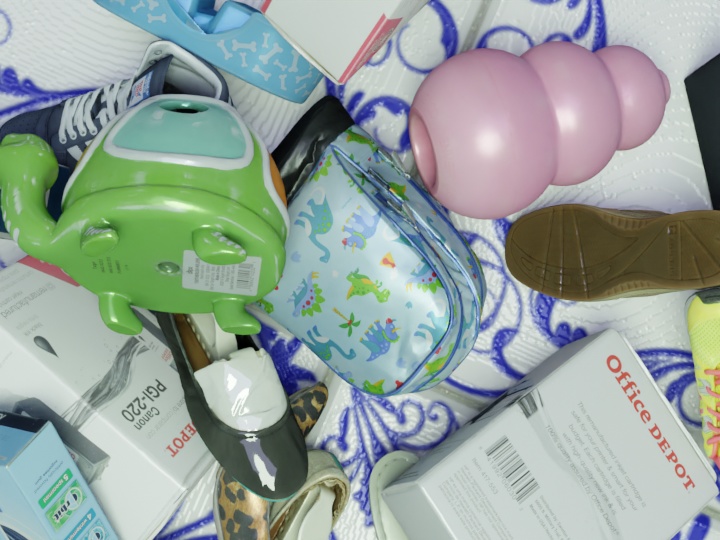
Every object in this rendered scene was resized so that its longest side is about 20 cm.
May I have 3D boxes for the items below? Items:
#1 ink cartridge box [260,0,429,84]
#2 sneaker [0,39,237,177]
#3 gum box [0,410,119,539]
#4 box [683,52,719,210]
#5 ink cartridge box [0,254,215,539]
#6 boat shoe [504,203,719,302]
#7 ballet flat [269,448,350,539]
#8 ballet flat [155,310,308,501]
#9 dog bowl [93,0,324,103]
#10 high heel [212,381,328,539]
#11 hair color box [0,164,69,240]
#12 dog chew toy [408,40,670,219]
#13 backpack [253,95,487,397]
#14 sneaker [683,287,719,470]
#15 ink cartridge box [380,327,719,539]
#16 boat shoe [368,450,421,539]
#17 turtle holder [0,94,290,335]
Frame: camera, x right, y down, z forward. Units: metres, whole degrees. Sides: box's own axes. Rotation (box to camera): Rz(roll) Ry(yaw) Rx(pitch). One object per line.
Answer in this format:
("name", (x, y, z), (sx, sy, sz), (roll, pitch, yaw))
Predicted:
("ink cartridge box", (0.036, -0.244, 0.832), (0.083, 0.147, 0.200), (40, 50, -1))
("sneaker", (-0.182, -0.113, 0.869), (0.196, 0.109, 0.071), (0, 67, 2))
("gum box", (-0.233, 0.178, 0.805), (0.045, 0.168, 0.202), (-50, 131, -39))
("box", (0.372, -0.080, 0.890), (0.195, 0.123, 0.203), (-13, 88, -1))
("ink cartridge box", (-0.190, 0.085, 0.845), (0.200, 0.146, 0.085), (42, 113, -1))
("boat shoe", (0.200, -0.010, 0.880), (0.198, 0.064, 0.073), (4, 89, 39))
("ballet flat", (-0.069, 0.227, 0.886), (0.067, 0.062, 0.202), (27, 87, -28))
("ballet flat", (-0.096, 0.067, 0.824), (0.067, 0.069, 0.201), (-19, 51, -24))
("dog bowl", (-0.112, -0.186, 0.888), (0.198, 0.112, 0.050), (27, 101, -1))
("high heel", (-0.052, 0.191, 0.846), (0.142, 0.072, 0.200), (40, 75, 7))
("hair color box", (-0.321, -0.064, 0.851), (0.197, 0.100, 0.062), (10, 89, 18))
("dog chew toy", (0.138, -0.113, 0.889), (0.197, 0.124, 0.127), (-15, 88, -11))
("backpack", (0.000, 0.000, 0.871), (0.199, 0.154, 0.163), (40, 103, -14))
("sneaker", (0.275, 0.096, 0.846), (0.077, 0.201, 0.091), (-3, 44, 32))
("ink cartridge box", (0.138, 0.160, 0.861), (0.199, 0.086, 0.148), (-33, 89, -25))
("boat shoe", (0.060, 0.231, 0.897), (0.071, 0.061, 0.203), (-28, 88, -13))
("turtle holder", (-0.136, -0.040, 0.783), (0.183, 0.141, 0.134), (-9, 58, 20))
